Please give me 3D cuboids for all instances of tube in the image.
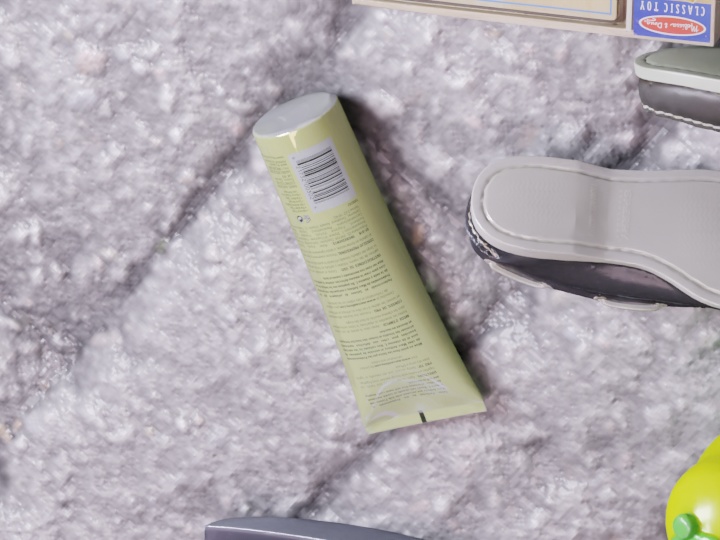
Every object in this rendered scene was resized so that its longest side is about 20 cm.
[{"bbox_3d":[0.000,0.000,1.645,0.058,0.052,0.201,18,136,62],"label":"tube"}]

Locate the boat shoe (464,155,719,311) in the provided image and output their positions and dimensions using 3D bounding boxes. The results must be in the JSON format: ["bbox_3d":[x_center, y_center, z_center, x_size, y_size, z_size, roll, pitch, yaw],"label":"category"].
[{"bbox_3d":[0.153,-0.011,1.568,0.199,0.074,0.060,7,160,0],"label":"boat shoe"}]

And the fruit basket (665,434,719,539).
[{"bbox_3d":[0.243,0.117,1.514,0.155,0.216,0.217,24,121,9],"label":"fruit basket"}]

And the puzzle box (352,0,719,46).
[{"bbox_3d":[0.090,-0.190,1.526,0.199,0.025,0.134,7,118,18],"label":"puzzle box"}]

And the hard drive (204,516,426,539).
[{"bbox_3d":[0.006,0.212,1.744,0.199,0.042,0.136,10,118,17],"label":"hard drive"}]

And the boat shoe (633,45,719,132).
[{"bbox_3d":[0.234,-0.072,1.500,0.200,0.072,0.061,9,114,14],"label":"boat shoe"}]
